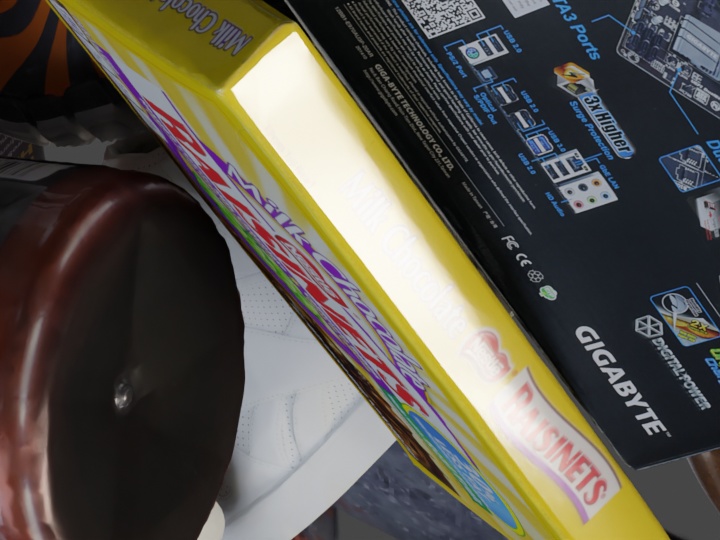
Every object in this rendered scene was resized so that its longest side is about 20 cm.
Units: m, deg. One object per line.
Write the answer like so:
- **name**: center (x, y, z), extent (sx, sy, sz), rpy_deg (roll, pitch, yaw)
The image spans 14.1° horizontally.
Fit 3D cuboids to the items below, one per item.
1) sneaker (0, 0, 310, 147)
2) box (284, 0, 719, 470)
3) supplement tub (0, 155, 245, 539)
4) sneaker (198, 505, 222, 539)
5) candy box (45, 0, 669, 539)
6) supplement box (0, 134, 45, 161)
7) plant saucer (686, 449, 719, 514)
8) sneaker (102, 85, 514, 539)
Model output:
- **sneaker**: center (-0.046, -0.100, 0.702), extent (0.200, 0.078, 0.112), rpy_deg (-12, 121, 41)
- **box**: center (0.076, -0.058, 0.591), extent (0.159, 0.046, 0.200), rpy_deg (-19, 121, 33)
- **supplement tub**: center (-0.136, 0.020, 0.718), extent (0.200, 0.107, 0.107), rpy_deg (6, 139, 27)
- **sneaker**: center (-0.145, 0.089, 0.812), extent (0.200, 0.116, 0.074), rpy_deg (14, 145, -2)
- **candy box**: center (0.000, 0.000, 0.665), extent (0.102, 0.026, 0.200), rpy_deg (32, 164, 49)
- **supplement box**: center (-0.160, -0.069, 0.821), extent (0.086, 0.110, 0.200), rpy_deg (28, 150, 17)
- **plant saucer**: center (0.155, 0.054, 0.733), extent (0.200, 0.032, 0.200), rpy_deg (27, 150, 17)
- **sneaker**: center (-0.028, 0.005, 0.830), extent (0.116, 0.074, 0.200), rpy_deg (39, 141, 0)
